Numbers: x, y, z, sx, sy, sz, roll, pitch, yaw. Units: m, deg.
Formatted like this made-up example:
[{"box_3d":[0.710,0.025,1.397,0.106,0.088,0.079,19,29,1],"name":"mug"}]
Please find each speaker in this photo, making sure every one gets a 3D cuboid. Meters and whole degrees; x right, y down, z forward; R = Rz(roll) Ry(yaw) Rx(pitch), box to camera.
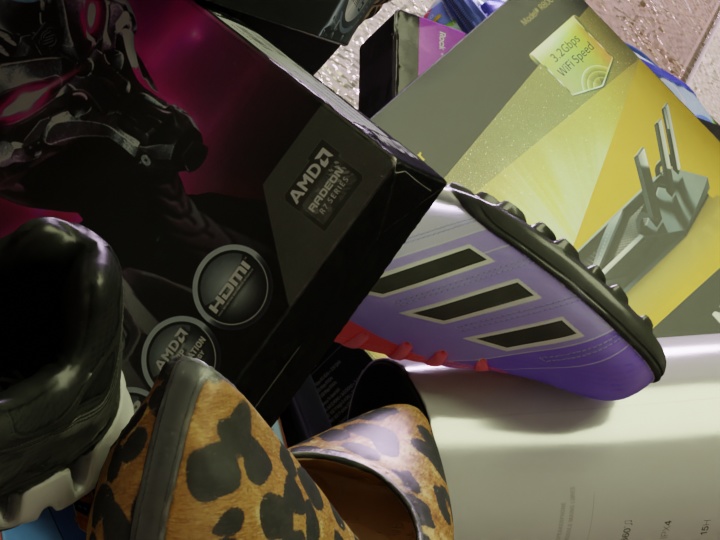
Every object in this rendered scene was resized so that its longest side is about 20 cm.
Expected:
[{"box_3d":[0.097,0.063,0.977,0.199,0.081,0.081,-4,45,-22],"name":"speaker"}]

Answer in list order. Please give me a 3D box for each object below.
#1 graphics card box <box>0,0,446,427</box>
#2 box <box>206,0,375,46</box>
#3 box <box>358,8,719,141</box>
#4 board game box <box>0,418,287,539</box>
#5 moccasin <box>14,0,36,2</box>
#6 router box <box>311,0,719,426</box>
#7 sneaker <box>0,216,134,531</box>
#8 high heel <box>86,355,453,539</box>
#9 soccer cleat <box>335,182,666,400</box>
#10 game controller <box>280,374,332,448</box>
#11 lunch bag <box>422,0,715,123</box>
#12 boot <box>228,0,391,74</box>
[{"box_3d":[-0.089,-0.036,0.843,0.200,0.126,0.051,39,6,19],"name":"graphics card box"},{"box_3d":[-0.092,-0.149,0.868,0.200,0.044,0.160,38,10,15],"name":"box"},{"box_3d":[0.090,-0.009,1.165,0.199,0.036,0.143,17,57,-24],"name":"box"},{"box_3d":[-0.062,0.080,0.843,0.103,0.019,0.200,13,38,-25],"name":"board game box"},{"box_3d":[-0.134,-0.070,0.758,0.080,0.200,0.068,20,-17,32],"name":"moccasin"},{"box_3d":[0.060,-0.001,1.080,0.157,0.052,0.200,46,52,1],"name":"router box"},{"box_3d":[-0.128,0.044,0.652,0.200,0.091,0.066,-32,66,-34],"name":"sneaker"},{"box_3d":[-0.013,0.049,0.769,0.071,0.143,0.200,14,32,16],"name":"high heel"},{"box_3d":[0.000,0.000,0.921,0.200,0.073,0.068,29,-14,3],"name":"soccer cleat"},{"box_3d":[-0.043,0.072,0.925,0.104,0.042,0.200,10,38,-32],"name":"game controller"},{"box_3d":[0.104,-0.049,1.325,0.200,0.082,0.161,18,32,-50],"name":"lunch bag"},{"box_3d":[-0.041,-0.091,1.044,0.073,0.151,0.200,45,21,-2],"name":"boot"}]
